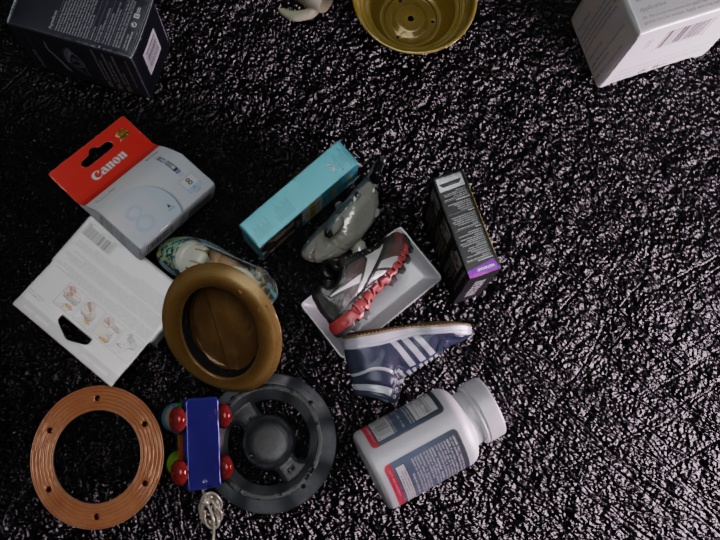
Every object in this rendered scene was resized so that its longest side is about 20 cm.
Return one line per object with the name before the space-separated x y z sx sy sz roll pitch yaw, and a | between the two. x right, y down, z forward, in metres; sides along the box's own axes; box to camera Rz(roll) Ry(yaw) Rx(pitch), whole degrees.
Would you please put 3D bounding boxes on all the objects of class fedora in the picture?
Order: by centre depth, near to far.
fedora | -0.190 0.074 1.282 0.198 0.082 0.203 6 113 15

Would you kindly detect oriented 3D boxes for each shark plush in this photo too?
shark plush | -0.021 -0.100 1.355 0.091 0.083 0.202 30 78 -39

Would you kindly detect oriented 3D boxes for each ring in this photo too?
ring | -0.378 0.268 1.276 0.198 0.019 0.203 -1 78 5

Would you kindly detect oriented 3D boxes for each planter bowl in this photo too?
planter bowl | 0.084 -0.424 1.428 0.198 0.084 0.203 0 78 -2

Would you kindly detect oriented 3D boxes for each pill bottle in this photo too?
pill bottle | 0.101 0.239 1.260 0.199 0.120 0.120 -27 80 -8

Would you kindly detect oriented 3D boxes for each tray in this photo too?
tray | 0.017 0.033 1.353 0.199 0.022 0.108 -38 81 -10

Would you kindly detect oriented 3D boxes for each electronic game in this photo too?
electronic game | -0.133 0.250 1.286 0.198 0.042 0.202 -1 74 5

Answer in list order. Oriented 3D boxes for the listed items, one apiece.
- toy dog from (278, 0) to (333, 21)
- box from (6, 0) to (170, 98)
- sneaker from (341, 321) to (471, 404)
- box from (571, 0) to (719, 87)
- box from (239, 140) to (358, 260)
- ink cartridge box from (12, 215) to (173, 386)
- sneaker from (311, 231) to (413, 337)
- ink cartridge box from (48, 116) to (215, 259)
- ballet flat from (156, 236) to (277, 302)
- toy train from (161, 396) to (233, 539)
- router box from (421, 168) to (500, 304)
toy dog | -0.096 -0.526 1.432 0.200 0.139 0.194 44 116 6
box | -0.412 -0.363 1.360 0.198 0.148 0.105 17 77 1
sneaker | 0.074 0.135 1.310 0.198 0.070 0.110 -6 88 -14
box | 0.464 -0.407 1.381 0.197 0.200 0.132 -18 80 -6
box | -0.092 -0.106 1.349 0.200 0.082 0.049 -42 83 -10
ink cartridge box | -0.381 0.046 1.320 0.199 0.045 0.177 38 77 6
sneaker | 0.000 0.000 1.287 0.098 0.071 0.201 46 59 -9
ink cartridge box | -0.346 -0.137 1.343 0.200 0.047 0.160 42 63 5
ballet flat | -0.216 -0.006 1.328 0.198 0.074 0.075 20 77 2
toy train | -0.238 0.281 1.244 0.084 0.115 0.202 1 83 -33
router box | 0.141 -0.044 1.285 0.051 0.200 0.151 -18 79 -4
